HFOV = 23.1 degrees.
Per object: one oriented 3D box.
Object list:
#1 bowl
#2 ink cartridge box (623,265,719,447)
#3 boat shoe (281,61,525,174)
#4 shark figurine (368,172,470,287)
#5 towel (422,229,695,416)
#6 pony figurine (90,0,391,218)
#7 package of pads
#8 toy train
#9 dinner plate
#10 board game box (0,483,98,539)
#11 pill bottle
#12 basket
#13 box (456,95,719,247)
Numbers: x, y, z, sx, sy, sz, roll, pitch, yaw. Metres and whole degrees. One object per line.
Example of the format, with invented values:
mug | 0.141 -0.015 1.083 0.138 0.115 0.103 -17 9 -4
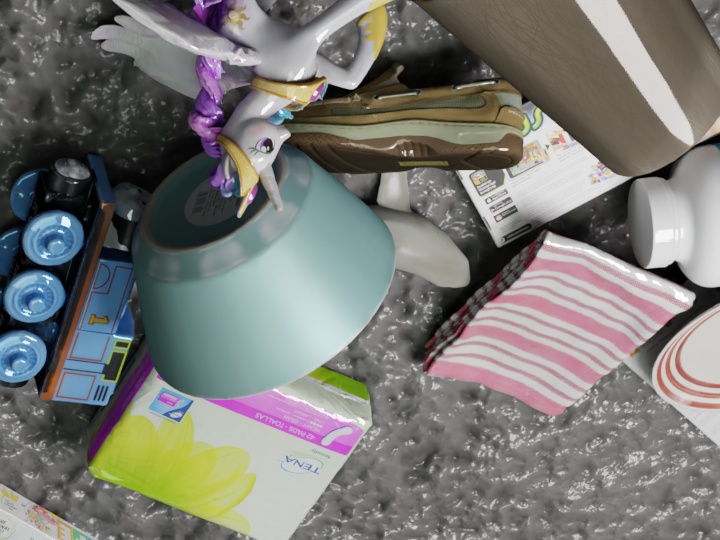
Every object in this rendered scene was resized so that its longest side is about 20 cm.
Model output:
bowl | -0.085 -0.016 1.263 0.199 0.202 0.106 -25 127 7
ink cartridge box | 0.303 0.082 1.510 0.095 0.037 0.200 -41 119 16
boat shoe | 0.023 -0.116 1.306 0.197 0.077 0.072 1 167 5
shark figurine | -0.019 -0.007 1.356 0.212 0.090 0.129 -13 124 -4
towel | 0.156 0.049 1.420 0.145 0.030 0.200 19 141 -21
pony figurine | -0.082 -0.161 1.195 0.192 0.167 0.201 37 84 6
package of pads | -0.109 0.132 1.442 0.198 0.068 0.155 24 116 -24
toy train | -0.218 0.008 1.331 0.113 0.087 0.202 8 120 -27
dinner plate | 0.331 0.056 1.437 0.198 0.024 0.201 -9 145 -6
board game box | -0.279 0.278 1.529 0.199 0.034 0.134 36 111 -29
pill bottle | 0.313 -0.047 1.377 0.197 0.111 0.112 -7 125 -7
basket | 0.158 -0.173 1.222 0.179 0.137 0.200 -21 124 44
box | 0.169 -0.109 1.353 0.198 0.035 0.111 -27 125 8
